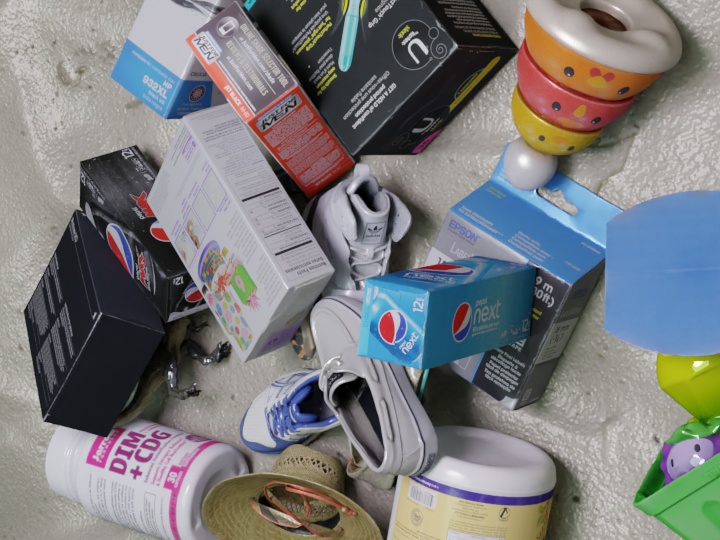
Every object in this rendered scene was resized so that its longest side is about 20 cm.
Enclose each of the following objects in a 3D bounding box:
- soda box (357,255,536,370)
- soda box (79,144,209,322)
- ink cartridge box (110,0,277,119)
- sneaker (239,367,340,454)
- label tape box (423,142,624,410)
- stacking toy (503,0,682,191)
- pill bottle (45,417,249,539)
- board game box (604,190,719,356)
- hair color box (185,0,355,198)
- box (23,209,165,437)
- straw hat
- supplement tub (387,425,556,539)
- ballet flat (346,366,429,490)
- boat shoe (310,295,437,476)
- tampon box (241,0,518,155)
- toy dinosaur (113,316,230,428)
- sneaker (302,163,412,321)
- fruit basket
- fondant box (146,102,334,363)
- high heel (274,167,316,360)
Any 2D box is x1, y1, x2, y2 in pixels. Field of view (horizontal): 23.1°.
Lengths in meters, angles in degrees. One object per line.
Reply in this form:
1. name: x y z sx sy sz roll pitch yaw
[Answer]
1. soda box: 0.077 0.033 1.502 0.064 0.200 0.068 11 102 29
2. soda box: -0.216 -0.040 1.800 0.200 0.070 0.064 49 146 36
3. ink cartridge box: -0.137 -0.254 1.721 0.084 0.145 0.201 38 113 23
4. sneaker: -0.057 0.131 1.740 0.199 0.088 0.076 -29 81 33
5. label tape box: 0.136 0.004 1.619 0.144 0.063 0.201 33 111 25
6. stacking toy: 0.183 -0.151 1.552 0.146 0.146 0.201 40 128 23
7. pill bottle: -0.225 0.215 1.838 0.199 0.113 0.114 12 101 31
8. board game box: 0.286 0.012 1.478 0.157 0.201 0.039 -4 133 12
9. hair color box: -0.082 -0.156 1.655 0.064 0.200 0.111 -36 66 1
10. box: -0.279 0.052 1.824 0.142 0.078 0.200 -61 29 24
11. straw hat: -0.056 0.220 1.743 0.200 0.201 0.086 -12 46 33
12. supplement tub: 0.095 0.257 1.619 0.145 0.145 0.202 16 103 30
13. ballet flat: 0.022 0.138 1.650 0.062 0.068 0.201 12 134 0
14. boat shoe: -0.004 0.102 1.578 0.072 0.065 0.201 -51 53 36
15. tampon box: 0.016 -0.229 1.637 0.150 0.126 0.201 -44 72 26
16. toy dinosaur: -0.193 0.093 1.827 0.088 0.047 0.201 19 76 25
17. sneaker: 0.000 0.000 1.660 0.115 0.075 0.201 133 131 -56
18. fruit basket: 0.311 0.111 1.479 0.214 0.155 0.217 8 112 20
19. fondant box: -0.118 -0.035 1.670 0.201 0.058 0.144 59 146 18
20. high heel: -0.106 0.006 1.766 0.142 0.071 0.202 -18 72 29
